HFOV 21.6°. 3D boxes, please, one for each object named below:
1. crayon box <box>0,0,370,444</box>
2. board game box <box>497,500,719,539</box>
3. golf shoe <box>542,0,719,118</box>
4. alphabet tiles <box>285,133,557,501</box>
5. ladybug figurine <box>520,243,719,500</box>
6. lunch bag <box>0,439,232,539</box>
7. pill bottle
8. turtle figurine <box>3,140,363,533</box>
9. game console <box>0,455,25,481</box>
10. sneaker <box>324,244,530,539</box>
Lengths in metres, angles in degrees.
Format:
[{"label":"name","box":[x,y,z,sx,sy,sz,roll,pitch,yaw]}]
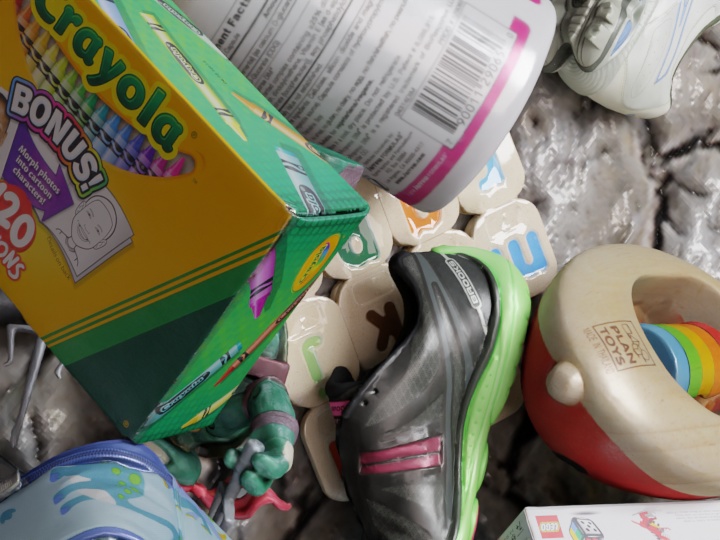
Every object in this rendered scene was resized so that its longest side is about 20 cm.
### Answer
[{"label":"crayon box","box":[-0.104,-0.046,0.749,0.200,0.119,0.058,46,25,20]},{"label":"board game box","box":[0.144,0.156,0.919,0.199,0.126,0.035,1,54,-24]},{"label":"golf shoe","box":[0.159,-0.172,0.963,0.097,0.078,0.201,33,82,-38]},{"label":"alphabet tiles","box":[0.000,0.000,0.910,0.199,0.015,0.197,-26,100,-22]},{"label":"ladybug figurine","box":[0.140,0.055,0.914,0.199,0.072,0.136,5,51,-51]},{"label":"lunch bag","box":[-0.100,0.175,0.742,0.160,0.083,0.200,-37,119,8]},{"label":"pill bottle","box":[-0.023,-0.122,0.837,0.199,0.113,0.114,31,78,-10]},{"label":"turtle figurine","box":[-0.074,0.031,0.820,0.149,0.101,0.201,22,93,20]},{"label":"game console","box":[-0.198,0.156,0.757,0.172,0.119,0.200,37,76,-1]},{"label":"sneaker","box":[0.017,0.083,0.880,0.083,0.077,0.201,17,79,-7]}]
